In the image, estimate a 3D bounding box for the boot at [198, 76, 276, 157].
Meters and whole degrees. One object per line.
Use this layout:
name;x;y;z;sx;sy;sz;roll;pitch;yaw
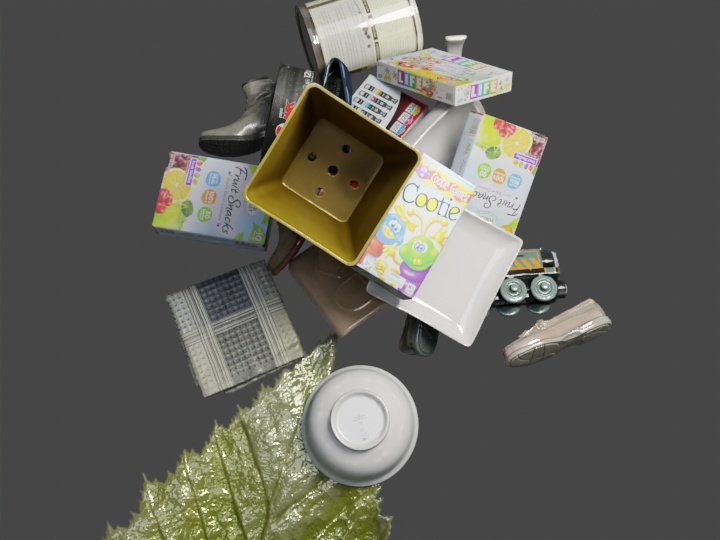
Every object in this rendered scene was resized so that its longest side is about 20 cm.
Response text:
boot;-0.202;-0.283;1.620;0.198;0.068;0.132;-8;72;-11

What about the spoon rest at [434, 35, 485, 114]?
spoon rest;0.181;-0.327;1.640;0.099;0.061;0.202;-2;88;0

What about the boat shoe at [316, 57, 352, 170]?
boat shoe;-0.055;-0.270;1.515;0.083;0.069;0.201;-7;66;10

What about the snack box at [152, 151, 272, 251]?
snack box;-0.251;-0.122;1.568;0.198;0.053;0.143;10;76;2

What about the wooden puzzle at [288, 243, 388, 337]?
wooden puzzle;0.000;0.000;1.527;0.200;0.046;0.185;-37;56;-5

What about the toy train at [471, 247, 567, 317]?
toy train;0.252;0.015;1.529;0.198;0.085;0.115;-5;65;-2

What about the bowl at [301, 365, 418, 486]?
bowl;-0.001;0.249;1.457;0.199;0.090;0.203;0;74;0

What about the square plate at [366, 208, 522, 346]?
square plate;0.137;-0.008;1.459;0.197;0.028;0.201;29;85;-4

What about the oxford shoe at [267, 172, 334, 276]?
oxford shoe;-0.119;-0.086;1.530;0.074;0.070;0.201;29;102;-6

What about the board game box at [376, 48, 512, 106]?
board game box;0.141;-0.335;1.527;0.134;0.034;0.200;-21;35;-34

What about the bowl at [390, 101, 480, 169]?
bowl;0.135;-0.182;1.538;0.200;0.200;0.074;-47;42;-17

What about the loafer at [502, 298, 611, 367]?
loafer;0.327;0.106;1.516;0.199;0.072;0.063;-18;59;-12

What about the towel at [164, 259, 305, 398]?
towel;-0.216;0.101;1.531;0.191;0.035;0.201;-21;74;-9

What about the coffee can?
coffee can;-0.003;-0.436;1.615;0.199;0.146;0.147;-18;75;-5

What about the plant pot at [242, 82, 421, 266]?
plant pot;-0.043;-0.152;1.390;0.199;0.176;0.201;32;97;-5

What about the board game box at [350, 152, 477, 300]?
board game box;0.081;-0.066;1.390;0.104;0.103;0.201;31;85;-4

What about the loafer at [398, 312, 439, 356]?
loafer;0.107;0.048;1.526;0.072;0.063;0.201;28;69;-39

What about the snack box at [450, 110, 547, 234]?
snack box;0.222;-0.154;1.519;0.141;0.053;0.201;14;100;-27

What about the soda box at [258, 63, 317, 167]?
soda box;-0.128;-0.257;1.554;0.070;0.063;0.201;12;66;-7

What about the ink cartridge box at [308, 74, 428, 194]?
ink cartridge box;-0.003;-0.235;1.574;0.175;0.084;0.200;32;75;23
